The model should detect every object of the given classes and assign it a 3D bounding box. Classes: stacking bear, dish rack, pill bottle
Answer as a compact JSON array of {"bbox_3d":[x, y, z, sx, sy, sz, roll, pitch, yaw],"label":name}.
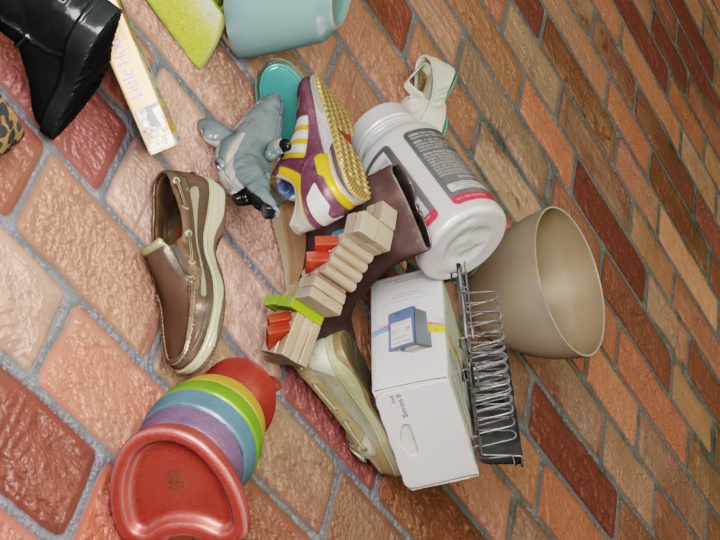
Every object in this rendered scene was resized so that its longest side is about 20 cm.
[{"bbox_3d":[-0.131,0.144,1.188,0.200,0.121,0.115,-56,138,-65],"label":"stacking bear"},{"bbox_3d":[0.130,0.094,1.387,0.201,0.054,0.154,77,6,-47],"label":"dish rack"},{"bbox_3d":[0.067,-0.095,1.498,0.110,0.111,0.200,23,27,-52],"label":"pill bottle"}]

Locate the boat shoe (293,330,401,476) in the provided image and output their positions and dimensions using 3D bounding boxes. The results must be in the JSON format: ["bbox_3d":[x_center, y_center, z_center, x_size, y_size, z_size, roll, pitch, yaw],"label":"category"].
[{"bbox_3d":[-0.008,0.149,1.431,0.073,0.063,0.201,-96,163,-49],"label":"boat shoe"}]

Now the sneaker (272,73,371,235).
[{"bbox_3d":[-0.054,-0.123,1.370,0.075,0.090,0.201,47,19,-37],"label":"sneaker"}]

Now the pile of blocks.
[{"bbox_3d":[-0.047,0.004,1.337,0.062,0.082,0.201,34,93,-38],"label":"pile of blocks"}]

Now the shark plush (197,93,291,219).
[{"bbox_3d":[-0.105,-0.115,1.315,0.091,0.083,0.200,55,10,-20],"label":"shark plush"}]

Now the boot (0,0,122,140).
[{"bbox_3d":[-0.285,-0.209,1.099,0.162,0.198,0.074,36,60,-3],"label":"boot"}]

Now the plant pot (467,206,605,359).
[{"bbox_3d":[0.220,0.030,1.773,0.200,0.134,0.202,33,49,-48],"label":"plant pot"}]

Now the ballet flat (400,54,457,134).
[{"bbox_3d":[0.079,-0.214,1.743,0.070,0.069,0.201,54,32,-29],"label":"ballet flat"}]

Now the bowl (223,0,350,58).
[{"bbox_3d":[-0.066,-0.319,1.423,0.201,0.104,0.202,10,90,-81],"label":"bowl"}]

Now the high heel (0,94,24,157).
[{"bbox_3d":[-0.310,-0.183,1.040,0.142,0.071,0.201,-2,107,-53],"label":"high heel"}]

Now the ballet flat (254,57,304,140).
[{"bbox_3d":[-0.060,-0.148,1.490,0.201,0.067,0.070,61,8,-20],"label":"ballet flat"}]

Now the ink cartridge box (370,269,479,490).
[{"bbox_3d":[0.069,0.116,1.463,0.201,0.087,0.146,-86,160,-56],"label":"ink cartridge box"}]

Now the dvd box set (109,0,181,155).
[{"bbox_3d":[-0.215,-0.204,1.214,0.146,0.029,0.201,-132,-161,-81],"label":"dvd box set"}]

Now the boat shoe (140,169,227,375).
[{"bbox_3d":[-0.172,-0.003,1.233,0.075,0.075,0.204,24,49,-36],"label":"boat shoe"}]

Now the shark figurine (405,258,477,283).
[{"bbox_3d":[0.056,-0.048,1.565,0.089,0.128,0.216,-3,77,-48],"label":"shark figurine"}]

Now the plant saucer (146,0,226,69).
[{"bbox_3d":[-0.176,-0.348,1.399,0.200,0.048,0.201,53,36,-30],"label":"plant saucer"}]

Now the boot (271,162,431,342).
[{"bbox_3d":[0.000,0.000,1.401,0.072,0.165,0.201,-30,103,-58],"label":"boot"}]
